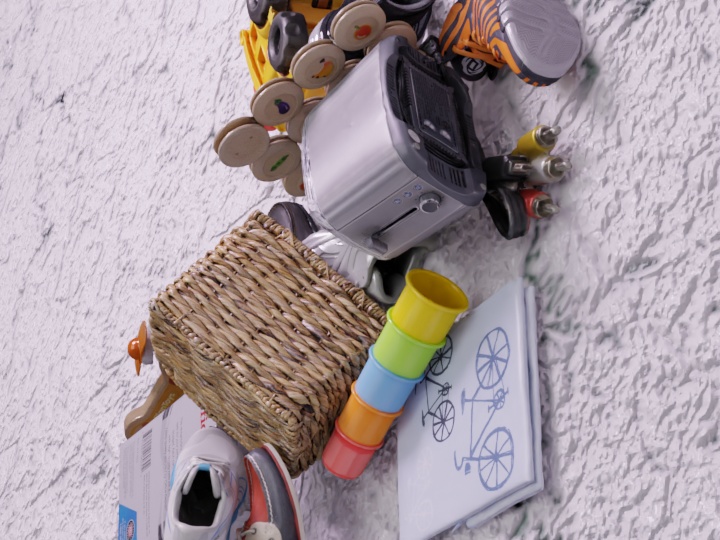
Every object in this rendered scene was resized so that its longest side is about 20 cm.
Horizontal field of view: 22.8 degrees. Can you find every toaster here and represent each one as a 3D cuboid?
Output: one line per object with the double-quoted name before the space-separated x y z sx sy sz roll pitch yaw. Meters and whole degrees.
"toaster" 0.024 -0.106 1.539 0.129 0.114 0.200 -38 41 30

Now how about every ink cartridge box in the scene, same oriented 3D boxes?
"ink cartridge box" -0.162 0.210 1.795 0.200 0.086 0.147 -36 46 43

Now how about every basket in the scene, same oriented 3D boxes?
"basket" -0.077 0.074 1.654 0.200 0.149 0.143 37 154 21

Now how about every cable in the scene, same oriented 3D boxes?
"cable" 0.122 -0.077 1.546 0.200 0.050 0.097 -167 80 -72

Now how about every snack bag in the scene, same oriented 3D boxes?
"snack bag" 0.087 0.129 1.497 0.200 0.021 0.189 -39 43 47

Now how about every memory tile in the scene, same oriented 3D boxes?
"memory tile" -0.025 -0.149 1.606 0.200 0.153 0.017 -42 54 16

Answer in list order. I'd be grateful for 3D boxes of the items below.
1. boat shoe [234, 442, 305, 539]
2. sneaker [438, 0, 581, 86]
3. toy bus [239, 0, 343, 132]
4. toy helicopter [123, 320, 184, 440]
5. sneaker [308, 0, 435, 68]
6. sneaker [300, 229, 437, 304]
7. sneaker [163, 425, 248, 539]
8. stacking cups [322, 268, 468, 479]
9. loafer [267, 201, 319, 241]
"boat shoe" -0.081 0.256 1.590 0.071 0.062 0.200 171 88 -76
"sneaker" 0.126 -0.196 1.559 0.112 0.077 0.200 -57 23 32
"toy bus" -0.054 -0.204 1.803 0.200 0.136 0.192 -109 33 -42
"toy helicopter" -0.196 0.109 1.856 0.200 0.132 0.079 -55 35 28
"sneaker" 0.037 -0.248 1.647 0.114 0.075 0.200 -45 -1 37
"sneaker" 0.000 0.000 1.652 0.200 0.078 0.099 -48 42 37
"sneaker" -0.136 0.196 1.602 0.200 0.075 0.087 -88 6 -56
"stacking cups" 0.025 0.093 1.556 0.200 0.060 0.061 -62 32 28
"loafer" -0.079 0.008 1.776 0.073 0.072 0.200 -46 39 38
